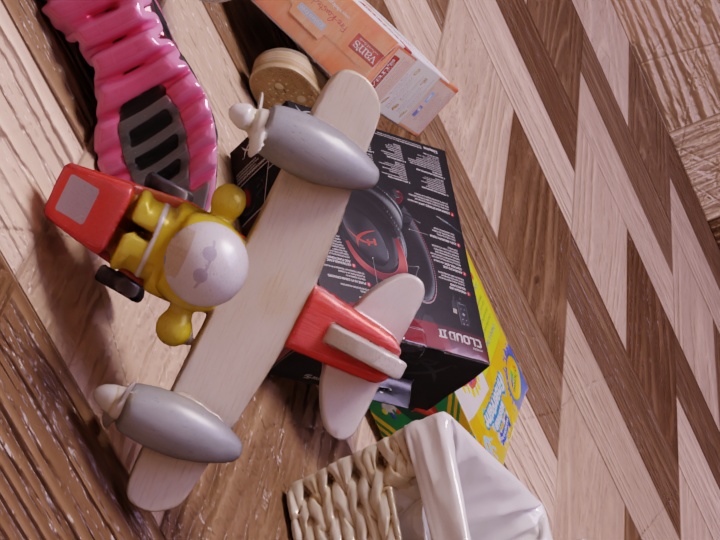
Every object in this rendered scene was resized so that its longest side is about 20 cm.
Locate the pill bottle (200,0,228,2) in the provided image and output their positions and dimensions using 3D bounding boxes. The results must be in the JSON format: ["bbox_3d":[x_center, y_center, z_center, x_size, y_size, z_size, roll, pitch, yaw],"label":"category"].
[{"bbox_3d":[-0.131,-0.248,1.470,0.200,0.111,0.112,36,37,-62],"label":"pill bottle"}]

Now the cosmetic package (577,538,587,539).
[{"bbox_3d":[0.180,0.329,1.823,0.103,0.087,0.201,35,38,-61],"label":"cosmetic package"}]

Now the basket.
[{"bbox_3d":[0.048,0.200,1.492,0.200,0.123,0.136,46,28,-56],"label":"basket"}]

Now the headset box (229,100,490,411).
[{"bbox_3d":[0.000,0.000,1.566,0.148,0.075,0.201,14,51,-37],"label":"headset box"}]

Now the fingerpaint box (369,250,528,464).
[{"bbox_3d":[0.055,0.067,1.761,0.168,0.073,0.200,65,17,-13],"label":"fingerpaint box"}]

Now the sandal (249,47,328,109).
[{"bbox_3d":[-0.015,-0.073,1.714,0.212,0.077,0.070,44,42,-33],"label":"sandal"}]

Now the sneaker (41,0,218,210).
[{"bbox_3d":[-0.135,-0.121,1.395,0.095,0.078,0.201,-33,103,-85],"label":"sneaker"}]

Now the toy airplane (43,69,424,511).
[{"bbox_3d":[-0.063,0.010,1.230,0.141,0.198,0.201,36,37,-79],"label":"toy airplane"}]

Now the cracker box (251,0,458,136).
[{"bbox_3d":[-0.007,-0.180,1.767,0.134,0.058,0.200,44,7,14],"label":"cracker box"}]
